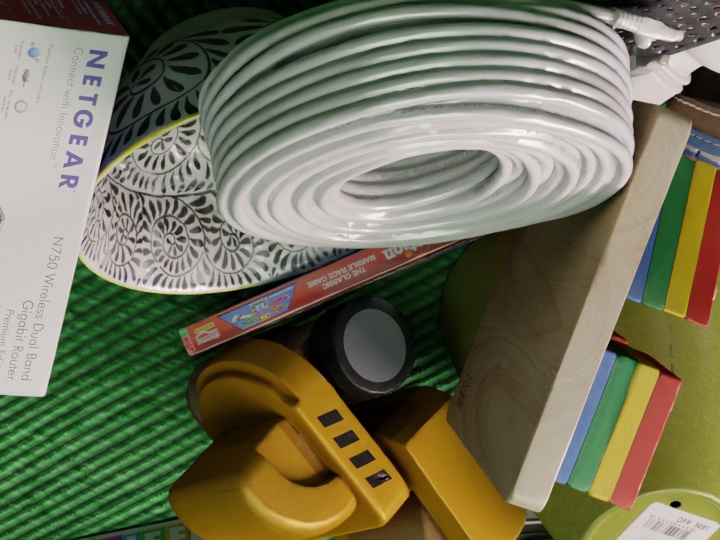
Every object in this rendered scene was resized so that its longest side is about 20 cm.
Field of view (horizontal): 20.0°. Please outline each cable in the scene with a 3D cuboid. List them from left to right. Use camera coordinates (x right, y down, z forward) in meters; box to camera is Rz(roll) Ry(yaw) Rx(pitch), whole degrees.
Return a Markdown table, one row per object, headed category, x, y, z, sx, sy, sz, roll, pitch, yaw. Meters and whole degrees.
| category | x | y | z | sx | sy | sz | roll | pitch | yaw |
| --- | --- | --- | --- | --- | --- | --- | --- | --- | --- |
| cable | 0.027 | -0.063 | 0.935 | 0.200 | 0.069 | 0.200 | 6 | 159 | -37 |

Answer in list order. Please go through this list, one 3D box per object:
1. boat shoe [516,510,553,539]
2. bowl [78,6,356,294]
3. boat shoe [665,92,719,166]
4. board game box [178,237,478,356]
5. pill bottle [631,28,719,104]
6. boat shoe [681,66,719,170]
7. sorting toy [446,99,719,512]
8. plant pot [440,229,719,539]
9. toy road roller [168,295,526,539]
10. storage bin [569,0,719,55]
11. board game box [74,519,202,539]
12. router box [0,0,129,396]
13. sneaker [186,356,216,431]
| category | x | y | z | sx | sy | sz | roll | pitch | yaw |
| --- | --- | --- | --- | --- | --- | --- | --- | --- | --- |
| boat shoe | 0.122 | 0.200 | 1.390 | 0.200 | 0.064 | 0.071 | -9 | 133 | -1 |
| bowl | -0.063 | -0.076 | 1.075 | 0.200 | 0.094 | 0.201 | -13 | 154 | -6 |
| boat shoe | 0.259 | -0.074 | 1.086 | 0.200 | 0.072 | 0.073 | 14 | 99 | 2 |
| board game box | 0.000 | 0.000 | 1.175 | 0.200 | 0.103 | 0.019 | -23 | 87 | 12 |
| pill bottle | 0.206 | -0.170 | 1.038 | 0.200 | 0.109 | 0.109 | -35 | 128 | 22 |
| boat shoe | 0.277 | -0.098 | 1.139 | 0.200 | 0.075 | 0.073 | -6 | 133 | -5 |
| sorting toy | 0.124 | 0.015 | 1.048 | 0.069 | 0.200 | 0.199 | 20 | 95 | -8 |
| plant pot | 0.153 | 0.084 | 1.198 | 0.187 | 0.200 | 0.187 | -4 | 132 | -5 |
| toy road roller | -0.018 | 0.124 | 1.176 | 0.200 | 0.146 | 0.123 | 53 | 145 | -12 |
| storage bin | 0.129 | -0.180 | 0.960 | 0.200 | 0.135 | 0.094 | -16 | 161 | 24 |
| board game box | -0.125 | 0.252 | 1.419 | 0.134 | 0.034 | 0.200 | -12 | 133 | 2 |
| router box | -0.221 | -0.041 | 0.970 | 0.179 | 0.049 | 0.200 | 4 | 116 | -25 |
| sneaker | -0.036 | 0.124 | 1.295 | 0.200 | 0.071 | 0.076 | 29 | 137 | -22 |
